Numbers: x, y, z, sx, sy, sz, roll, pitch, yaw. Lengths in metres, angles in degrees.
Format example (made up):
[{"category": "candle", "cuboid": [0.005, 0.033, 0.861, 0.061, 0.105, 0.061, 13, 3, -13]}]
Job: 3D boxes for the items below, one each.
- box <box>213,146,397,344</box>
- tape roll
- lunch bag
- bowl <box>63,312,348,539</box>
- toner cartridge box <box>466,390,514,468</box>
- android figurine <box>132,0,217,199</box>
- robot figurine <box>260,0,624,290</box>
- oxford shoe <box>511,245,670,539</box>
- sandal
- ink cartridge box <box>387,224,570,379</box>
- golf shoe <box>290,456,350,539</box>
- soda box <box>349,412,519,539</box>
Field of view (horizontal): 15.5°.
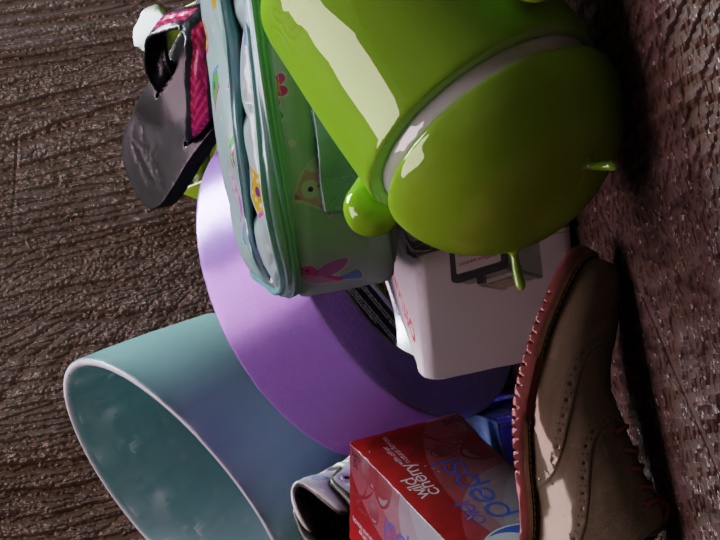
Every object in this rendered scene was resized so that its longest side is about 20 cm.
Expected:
[{"category": "box", "cuboid": [-0.008, -0.028, 1.590, 0.200, 0.035, 0.110, 50, -149, -24]}, {"category": "tape roll", "cuboid": [0.000, 0.000, 1.474, 0.200, 0.065, 0.201, 33, -138, -37]}, {"category": "lunch bag", "cuboid": [-0.033, -0.091, 1.295, 0.160, 0.077, 0.201, -133, 35, -80]}, {"category": "bowl", "cuboid": [-0.076, 0.106, 1.609, 0.200, 0.105, 0.201, 38, 152, 25]}, {"category": "toner cartridge box", "cuboid": [0.090, 0.122, 1.490, 0.200, 0.043, 0.096, 177, 83, -85]}, {"category": "android figurine", "cuboid": [-0.060, -0.091, 1.629, 0.199, 0.041, 0.183, 19, -119, -46]}, {"category": "robot figurine", "cuboid": [0.034, -0.092, 1.138, 0.200, 0.115, 0.176, 55, 132, 23]}, {"category": "oxford shoe", "cuboid": [0.109, 0.091, 1.205, 0.070, 0.074, 0.202, -13, -71, -65]}, {"category": "sandal", "cuboid": [-0.096, -0.107, 1.466, 0.075, 0.045, 0.200, 60, 137, 28]}, {"category": "ink cartridge box", "cuboid": [0.049, -0.069, 1.333, 0.146, 0.083, 0.201, -108, 10, -55]}, {"category": "golf shoe", "cuboid": [0.006, 0.124, 1.501, 0.078, 0.097, 0.201, -49, 26, 27]}, {"category": "soda box", "cuboid": [0.067, 0.151, 1.343, 0.200, 0.070, 0.064, 43, 140, 52]}]
